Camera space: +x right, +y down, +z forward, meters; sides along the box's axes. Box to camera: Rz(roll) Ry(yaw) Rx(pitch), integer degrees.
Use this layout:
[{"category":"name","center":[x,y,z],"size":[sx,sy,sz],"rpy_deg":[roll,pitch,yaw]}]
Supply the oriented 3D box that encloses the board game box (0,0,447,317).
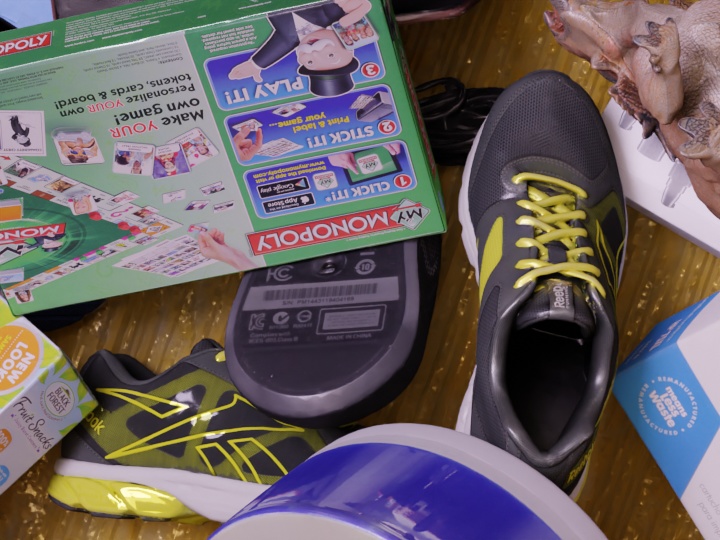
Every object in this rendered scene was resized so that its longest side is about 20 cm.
[{"category":"board game box","center":[-0.074,-0.054,0.957],"size":[0.199,0.135,0.029],"rpy_deg":[-11,43,7]}]

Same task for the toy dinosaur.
[{"category":"toy dinosaur","center":[0.151,-0.056,0.913],"size":[0.085,0.136,0.201],"rpy_deg":[-19,67,-6]}]

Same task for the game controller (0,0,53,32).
[{"category":"game controller","center":[-0.139,-0.138,1.099],"size":[0.200,0.042,0.105],"rpy_deg":[33,93,15]}]

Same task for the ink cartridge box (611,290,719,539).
[{"category":"ink cartridge box","center":[0.217,0.041,0.928],"size":[0.200,0.067,0.116],"rpy_deg":[-31,93,35]}]

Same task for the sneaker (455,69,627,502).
[{"category":"sneaker","center":[0.083,0.006,0.939],"size":[0.074,0.085,0.201],"rpy_deg":[5,72,-8]}]

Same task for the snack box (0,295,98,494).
[{"category":"snack box","center":[-0.237,0.045,1.048],"size":[0.142,0.053,0.200],"rpy_deg":[-43,54,-12]}]

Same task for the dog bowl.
[{"category":"dog bowl","center":[0.022,0.167,0.907],"size":[0.199,0.079,0.201],"rpy_deg":[18,122,32]}]

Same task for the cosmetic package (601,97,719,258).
[{"category":"cosmetic package","center":[0.200,-0.028,0.998],"size":[0.200,0.051,0.083],"rpy_deg":[31,94,15]}]

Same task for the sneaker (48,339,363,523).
[{"category":"sneaker","center":[-0.050,0.074,1.032],"size":[0.199,0.074,0.085],"rpy_deg":[0,84,14]}]

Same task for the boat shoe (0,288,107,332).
[{"category":"boat shoe","center":[-0.113,-0.053,1.043],"size":[0.200,0.072,0.073],"rpy_deg":[-40,66,31]}]

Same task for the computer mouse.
[{"category":"computer mouse","center":[0.000,0.000,1.015],"size":[0.138,0.053,0.201],"rpy_deg":[0,47,17]}]

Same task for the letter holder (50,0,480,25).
[{"category":"letter holder","center":[-0.058,-0.145,0.953],"size":[0.199,0.142,0.101],"rpy_deg":[-4,103,11]}]
